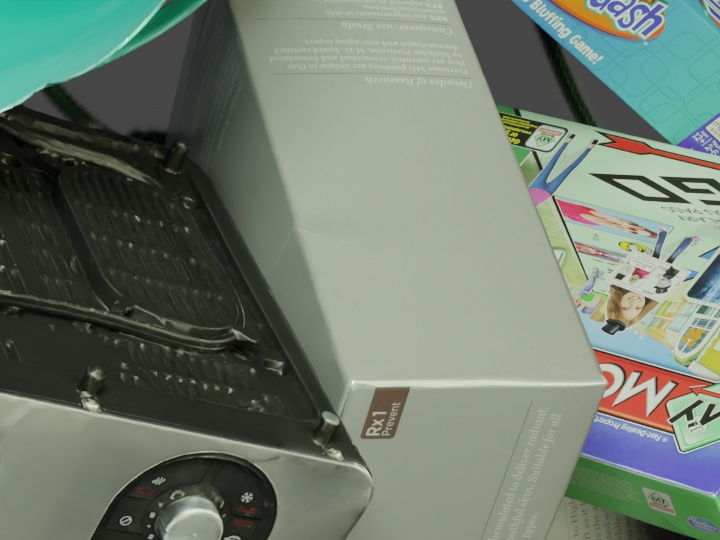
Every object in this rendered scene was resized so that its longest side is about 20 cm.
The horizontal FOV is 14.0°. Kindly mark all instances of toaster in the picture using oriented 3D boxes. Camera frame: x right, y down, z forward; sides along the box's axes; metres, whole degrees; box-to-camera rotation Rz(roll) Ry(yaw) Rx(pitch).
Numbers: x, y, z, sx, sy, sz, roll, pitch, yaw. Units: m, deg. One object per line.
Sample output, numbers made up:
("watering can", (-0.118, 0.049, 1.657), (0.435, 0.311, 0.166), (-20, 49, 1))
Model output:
("toaster", (-0.119, 0.026, 0.821), (0.181, 0.200, 0.119), (14, 117, -30))

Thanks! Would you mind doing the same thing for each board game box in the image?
("board game box", (0.059, -0.143, 1.015), (0.200, 0.045, 0.152), (38, 24, -33))
("board game box", (0.074, 0.011, 0.981), (0.135, 0.200, 0.029), (-50, 136, -28))

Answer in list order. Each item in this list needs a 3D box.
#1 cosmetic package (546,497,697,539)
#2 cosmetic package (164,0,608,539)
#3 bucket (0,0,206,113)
("cosmetic package", (0.027, 0.103, 1.026), (0.200, 0.074, 0.102), (-9, 96, -37))
("cosmetic package", (0.000, 0.000, 0.908), (0.090, 0.107, 0.200), (-2, 47, -21))
("bucket", (-0.108, -0.149, 0.804), (0.135, 0.207, 0.207), (-59, 134, -72))
